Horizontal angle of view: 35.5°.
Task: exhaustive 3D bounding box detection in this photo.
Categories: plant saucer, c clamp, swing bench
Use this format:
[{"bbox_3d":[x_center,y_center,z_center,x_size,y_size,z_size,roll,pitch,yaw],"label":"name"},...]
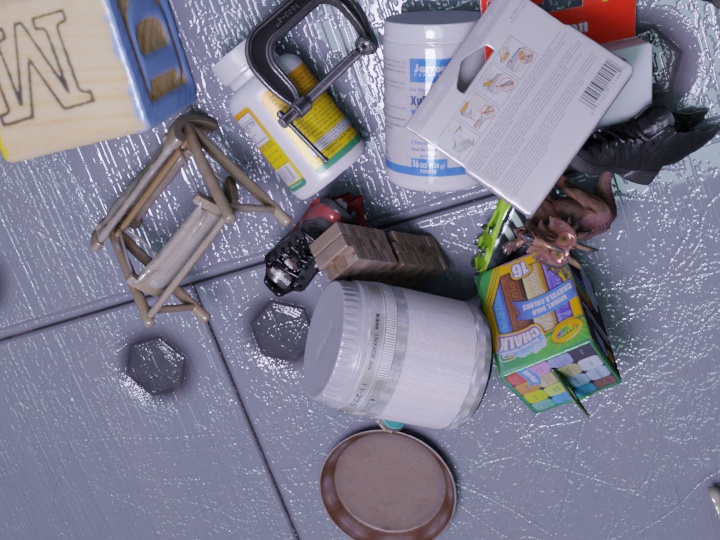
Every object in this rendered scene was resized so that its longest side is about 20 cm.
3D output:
[{"bbox_3d":[0.040,0.312,1.619,0.200,0.034,0.201,4,110,10],"label":"plant saucer"},{"bbox_3d":[-0.051,-0.253,1.370,0.171,0.200,0.027,41,157,-9],"label":"c clamp"},{"bbox_3d":[-0.234,-0.067,1.446,0.199,0.130,0.200,-49,67,23],"label":"swing bench"}]

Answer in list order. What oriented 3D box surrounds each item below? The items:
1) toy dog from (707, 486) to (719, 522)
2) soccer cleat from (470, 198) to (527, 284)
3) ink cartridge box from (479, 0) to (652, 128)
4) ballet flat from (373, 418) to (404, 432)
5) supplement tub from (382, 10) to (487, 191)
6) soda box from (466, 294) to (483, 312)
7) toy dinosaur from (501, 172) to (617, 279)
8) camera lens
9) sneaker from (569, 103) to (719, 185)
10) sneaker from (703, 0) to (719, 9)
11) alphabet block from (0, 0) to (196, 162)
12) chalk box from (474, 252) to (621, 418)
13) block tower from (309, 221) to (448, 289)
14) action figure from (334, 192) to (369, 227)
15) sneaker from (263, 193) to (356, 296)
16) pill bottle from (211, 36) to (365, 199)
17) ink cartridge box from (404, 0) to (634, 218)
[{"bbox_3d":[0.587,0.346,1.468,0.200,0.140,0.194,-24,117,19],"label":"toy dog"},{"bbox_3d":[0.201,-0.060,1.434,0.081,0.068,0.201,14,114,-11],"label":"soccer cleat"},{"bbox_3d":[0.243,-0.247,1.313,0.199,0.044,0.174,-13,119,-10],"label":"ink cartridge box"},{"bbox_3d":[0.010,0.113,1.470,0.075,0.068,0.201,-12,95,57],"label":"ballet flat"},{"bbox_3d":[0.093,-0.206,1.363,0.131,0.132,0.201,1,111,11],"label":"supplement tub"},{"bbox_3d":[0.099,0.111,1.513,0.200,0.068,0.064,-33,99,20],"label":"soda box"},{"bbox_3d":[0.253,-0.059,1.341,0.200,0.135,0.086,-27,121,-20],"label":"toy dinosaur"},{"bbox_3d":[0.048,0.102,1.357,0.199,0.160,0.160,13,114,-18],"label":"camera lens"},{"bbox_3d":[0.326,-0.159,1.327,0.199,0.060,0.104,8,133,-36],"label":"sneaker"},{"bbox_3d":[0.409,-0.403,1.255,0.114,0.076,0.200,23,118,-4],"label":"sneaker"},{"bbox_3d":[-0.347,-0.264,1.399,0.199,0.195,0.197,-11,106,14],"label":"alphabet block"},{"bbox_3d":[0.236,0.090,1.391,0.124,0.200,0.125,-23,140,19],"label":"chalk box"},{"bbox_3d":[0.026,-0.016,1.417,0.058,0.200,0.054,-38,63,32],"label":"block tower"},{"bbox_3d":[0.000,0.000,1.496,0.052,0.065,0.201,-25,109,-25],"label":"action figure"},{"bbox_3d":[-0.071,-0.024,1.439,0.071,0.098,0.200,42,146,-2],"label":"sneaker"},{"bbox_3d":[-0.094,-0.199,1.414,0.113,0.113,0.200,-35,100,21],"label":"pill bottle"},{"bbox_3d":[0.178,-0.190,1.267,0.176,0.045,0.200,36,93,8],"label":"ink cartridge box"}]
